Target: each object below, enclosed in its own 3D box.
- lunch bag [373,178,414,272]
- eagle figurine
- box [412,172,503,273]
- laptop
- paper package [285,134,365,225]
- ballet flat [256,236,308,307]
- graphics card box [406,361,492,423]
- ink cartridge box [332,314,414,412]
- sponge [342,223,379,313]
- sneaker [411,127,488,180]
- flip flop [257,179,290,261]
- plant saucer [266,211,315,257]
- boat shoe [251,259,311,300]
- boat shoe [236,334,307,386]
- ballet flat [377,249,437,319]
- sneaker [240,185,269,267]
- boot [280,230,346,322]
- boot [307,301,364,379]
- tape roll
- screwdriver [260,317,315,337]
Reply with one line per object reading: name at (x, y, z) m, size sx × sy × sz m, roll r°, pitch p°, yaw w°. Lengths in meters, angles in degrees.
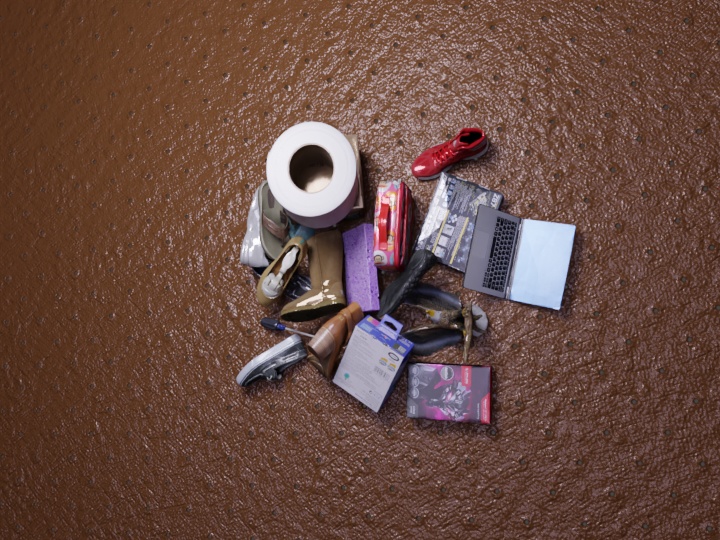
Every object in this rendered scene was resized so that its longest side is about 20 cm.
lunch bag at (0.072, -0.103, 1.316) m, size 0.079 × 0.176 × 0.207 m, roll 3°, pitch 85°, yaw 15°
eagle figurine at (0.181, 0.113, 1.307) m, size 0.197 × 0.153 × 0.152 m, roll -2°, pitch 38°, yaw 48°
box at (0.231, -0.110, 1.341) m, size 0.158 × 0.049 × 0.205 m, roll 21°, pitch 90°, yaw 18°
laptop at (0.352, -0.032, 1.262) m, size 0.195 × 0.115 × 0.193 m, roll 14°, pitch 86°, yaw -24°
paper package at (-0.091, -0.220, 1.392) m, size 0.193 × 0.104 × 0.197 m, roll -5°, pitch 84°, yaw 1°
ballet flat at (-0.195, 0.006, 1.360) m, size 0.068 × 0.063 × 0.203 m, roll 31°, pitch 102°, yaw -6°
graphics card box at (0.204, 0.279, 1.308) m, size 0.194 × 0.051 × 0.130 m, roll 1°, pitch 85°, yaw 16°
ink cartridge box at (0.035, 0.203, 1.309) m, size 0.134 × 0.076 × 0.204 m, roll 30°, pitch 119°, yaw 15°
sponge at (0.000, 0.000, 1.367) m, size 0.111 × 0.029 × 0.207 m, roll -15°, pitch 77°, yaw 58°
sneaker at (0.203, -0.285, 1.331) m, size 0.196 × 0.115 × 0.080 m, roll -26°, pitch 79°, yaw 11°
flip flop at (-0.205, -0.120, 1.383) m, size 0.057 × 0.079 × 0.207 m, roll 1°, pitch 98°, yaw 56°
plant saucer at (-0.209, -0.134, 1.468) m, size 0.194 × 0.036 × 0.207 m, roll -2°, pitch 83°, yaw 15°
boat shoe at (-0.191, 0.023, 1.431) m, size 0.197 × 0.066 × 0.071 m, roll 30°, pitch 92°, yaw 16°
boat shoe at (-0.221, 0.240, 1.413) m, size 0.198 × 0.072 × 0.072 m, roll -36°, pitch 73°, yaw 7°
ballet flat at (0.105, 0.039, 1.297) m, size 0.201 × 0.056 × 0.067 m, roll -52°, pitch 34°, yaw 19°
sneaker at (-0.243, -0.108, 1.429) m, size 0.086 × 0.075 × 0.207 m, roll 10°, pitch 84°, yaw -5°
boot at (-0.116, 0.015, 1.382) m, size 0.170 × 0.067 × 0.205 m, roll -11°, pitch 59°, yaw 6°
boot at (-0.051, 0.169, 1.347) m, size 0.073 × 0.201 × 0.155 m, roll 40°, pitch 68°, yaw 16°
tape roll at (-0.102, -0.209, 1.270) m, size 0.196 × 0.139 × 0.210 m, roll 0°, pitch 84°, yaw 1°
screwdriver at (-0.175, 0.144, 1.405) m, size 0.196 × 0.029 × 0.028 m, roll 8°, pitch 50°, yaw 37°
